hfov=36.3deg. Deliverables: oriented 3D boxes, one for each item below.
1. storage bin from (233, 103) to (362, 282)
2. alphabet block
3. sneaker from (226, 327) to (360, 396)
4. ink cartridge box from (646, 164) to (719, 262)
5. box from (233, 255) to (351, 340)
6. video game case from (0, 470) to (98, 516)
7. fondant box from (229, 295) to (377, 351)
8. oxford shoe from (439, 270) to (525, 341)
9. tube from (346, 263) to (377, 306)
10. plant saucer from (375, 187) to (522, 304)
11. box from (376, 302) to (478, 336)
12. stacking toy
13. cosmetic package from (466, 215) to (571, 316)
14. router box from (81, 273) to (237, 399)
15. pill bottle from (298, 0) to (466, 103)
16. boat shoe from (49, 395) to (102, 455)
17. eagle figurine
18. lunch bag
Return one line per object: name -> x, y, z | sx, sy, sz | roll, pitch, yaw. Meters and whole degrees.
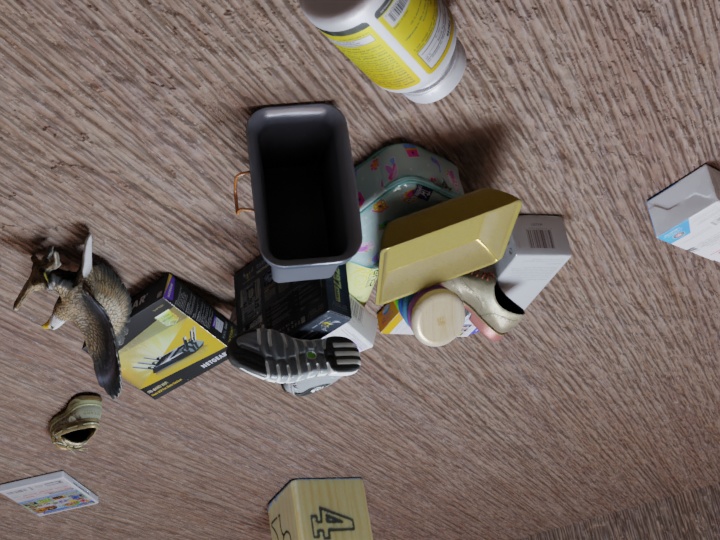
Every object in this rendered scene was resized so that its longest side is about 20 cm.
storage bin -> -0.084, -0.080, 1.351 | 0.143, 0.204, 0.135 | -5, 161, -9
alphabet block -> -0.096, 0.623, 2.618 | 0.193, 0.203, 0.196 | 3, 150, -24
sneaker -> -0.106, 0.140, 1.527 | 0.197, 0.076, 0.116 | 7, 149, -27
ink cartridge box -> 0.547, -0.082, 1.691 | 0.198, 0.068, 0.115 | 16, 142, -39
box -> -0.101, 0.037, 1.582 | 0.051, 0.160, 0.199 | 21, 138, -41
video game case -> -0.662, 0.478, 2.347 | 0.141, 0.018, 0.201 | -13, 152, 3
fondant box -> -0.093, 0.089, 1.722 | 0.198, 0.059, 0.144 | -24, 128, 34
oxford shoe -> 0.168, 0.014, 1.665 | 0.200, 0.071, 0.075 | 43, 123, -13
tube -> 0.000, 0.000, 1.673 | 0.058, 0.052, 0.201 | -40, 162, -35
plant saucer -> 0.106, -0.039, 1.474 | 0.197, 0.049, 0.201 | -19, 159, -9
box -> 0.140, 0.067, 1.854 | 0.197, 0.042, 0.119 | 2, 149, -28
stacking toy -> 0.080, 0.039, 1.640 | 0.084, 0.200, 0.087 | -7, 110, -19
cosmetic package -> 0.240, -0.004, 1.723 | 0.100, 0.075, 0.200 | 1, 152, -20
router box -> -0.307, 0.106, 1.698 | 0.199, 0.053, 0.157 | -30, 125, 31
pill bottle -> 0.031, -0.256, 1.139 | 0.111, 0.114, 0.199 | -23, 150, 22
boat shoe -> -0.521, 0.291, 2.004 | 0.072, 0.064, 0.200 | 4, 149, -27
eagle figurine -> -0.380, 0.058, 1.525 | 0.200, 0.153, 0.150 | 43, 152, -25
lunch bag -> 0.044, -0.083, 1.495 | 0.199, 0.078, 0.159 | -34, 143, 32
